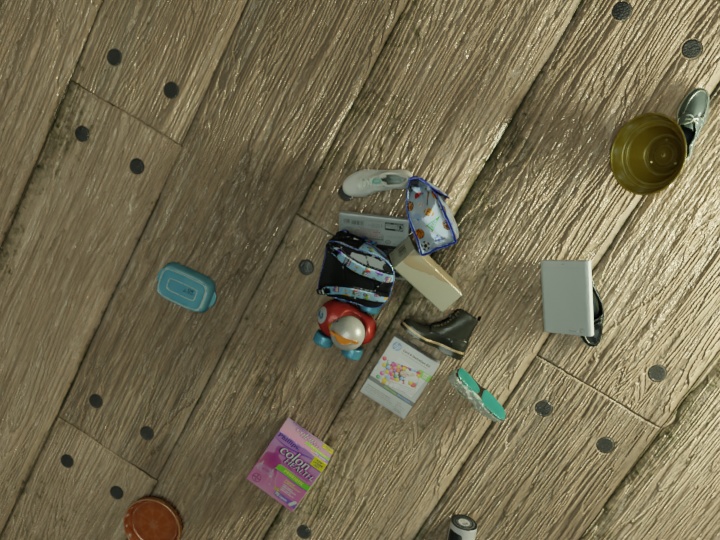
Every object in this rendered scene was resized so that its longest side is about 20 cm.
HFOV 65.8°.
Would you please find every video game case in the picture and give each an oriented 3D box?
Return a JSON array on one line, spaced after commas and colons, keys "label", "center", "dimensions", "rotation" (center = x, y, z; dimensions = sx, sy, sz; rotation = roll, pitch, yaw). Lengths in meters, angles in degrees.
[{"label": "video game case", "center": [0.036, -0.070, 1.561], "dimensions": [0.199, 0.023, 0.182], "rotation": [8, 116, 13]}]

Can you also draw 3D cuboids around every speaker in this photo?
[{"label": "speaker", "center": [0.292, 0.840, 1.660], "dimensions": [0.081, 0.081, 0.201], "rotation": [10, 100, 7]}]

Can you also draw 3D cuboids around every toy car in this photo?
[{"label": "toy car", "center": [-0.049, 0.160, 1.550], "dimensions": [0.176, 0.200, 0.185], "rotation": [23, 101, 5]}]

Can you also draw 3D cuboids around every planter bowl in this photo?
[{"label": "planter bowl", "center": [0.739, -0.290, 1.397], "dimensions": [0.083, 0.200, 0.201], "rotation": [-5, 100, -30]}]

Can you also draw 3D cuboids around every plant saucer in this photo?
[{"label": "plant saucer", "center": [-0.683, 0.841, 1.838], "dimensions": [0.200, 0.032, 0.201], "rotation": [1, 98, 9]}]

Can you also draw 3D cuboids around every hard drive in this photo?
[{"label": "hard drive", "center": [0.555, 0.072, 1.498], "dimensions": [0.132, 0.026, 0.201], "rotation": [2, 100, 43]}]

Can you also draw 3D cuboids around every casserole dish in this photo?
[{"label": "casserole dish", "center": [-0.536, 0.055, 1.695], "dimensions": [0.199, 0.039, 0.121], "rotation": [24, 102, 4]}]

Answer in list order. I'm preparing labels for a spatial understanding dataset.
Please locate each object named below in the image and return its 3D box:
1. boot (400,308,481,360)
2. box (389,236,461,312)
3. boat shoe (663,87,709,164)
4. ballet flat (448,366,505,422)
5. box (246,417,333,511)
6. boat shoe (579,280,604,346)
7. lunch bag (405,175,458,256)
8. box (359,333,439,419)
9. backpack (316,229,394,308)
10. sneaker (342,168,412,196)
[{"label": "boot", "center": [0.227, 0.148, 1.576], "dimensions": [0.200, 0.077, 0.139], "rotation": [27, 98, -9]}, {"label": "box", "center": [0.176, 0.011, 1.513], "dimensions": [0.078, 0.095, 0.200], "rotation": [-43, 114, 14]}, {"label": "boat shoe", "center": [0.832, -0.362, 1.403], "dimensions": [0.073, 0.062, 0.201], "rotation": [19, 101, 6]}, {"label": "ballet flat", "center": [0.329, 0.359, 1.598], "dimensions": [0.072, 0.072, 0.200], "rotation": [-44, 88, 12]}, {"label": "box", "center": [-0.213, 0.588, 1.693], "dimensions": [0.176, 0.097, 0.200], "rotation": [35, 101, 3]}, {"label": "boat shoe", "center": [0.621, 0.116, 1.505], "dimensions": [0.074, 0.066, 0.200], "rotation": [-4, 98, 8]}, {"label": "lunch bag", "center": [0.185, -0.156, 1.481], "dimensions": [0.124, 0.170, 0.201], "rotation": [-22, 92, 13]}, {"label": "box", "center": [0.115, 0.309, 1.629], "dimensions": [0.156, 0.041, 0.200], "rotation": [32, 101, 3]}, {"label": "backpack", "center": [0.000, 0.000, 1.514], "dimensions": [0.199, 0.135, 0.183], "rotation": [18, 118, 8]}, {"label": "sneaker", "center": [0.043, -0.246, 1.532], "dimensions": [0.199, 0.088, 0.076], "rotation": [-8, 99, 10]}]
